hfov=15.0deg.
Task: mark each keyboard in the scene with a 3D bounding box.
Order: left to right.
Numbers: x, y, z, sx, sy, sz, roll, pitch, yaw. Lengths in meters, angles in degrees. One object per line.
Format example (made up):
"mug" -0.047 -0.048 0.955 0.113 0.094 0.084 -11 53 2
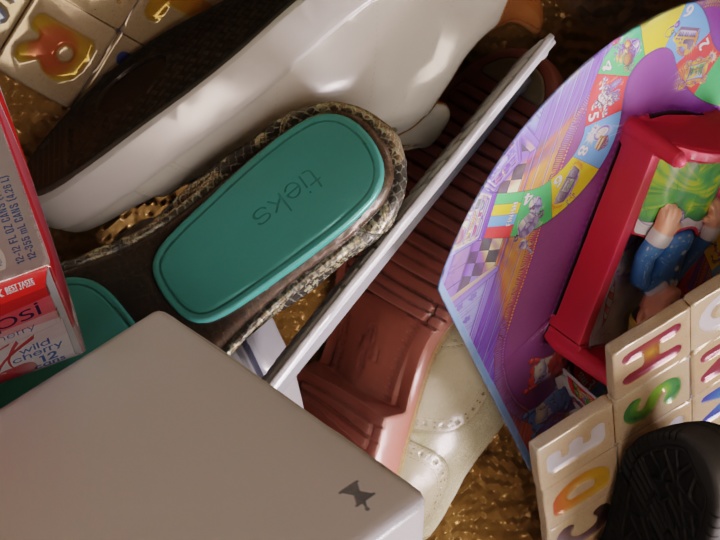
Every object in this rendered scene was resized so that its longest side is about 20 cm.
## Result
"keyboard" 0.000 0.000 0.934 0.011 0.056 0.200 38 81 2

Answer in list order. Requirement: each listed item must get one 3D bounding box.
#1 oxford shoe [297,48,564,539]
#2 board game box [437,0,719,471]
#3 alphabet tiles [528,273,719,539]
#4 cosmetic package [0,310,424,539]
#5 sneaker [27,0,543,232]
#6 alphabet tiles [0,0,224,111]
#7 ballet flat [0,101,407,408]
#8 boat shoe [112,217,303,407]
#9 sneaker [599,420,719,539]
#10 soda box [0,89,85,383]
"oxford shoe" 0.033 0.013 1.019 0.074 0.071 0.201 12 110 -45
"board game box" 0.112 -0.003 0.998 0.158 0.039 0.200 -44 144 -11
"alphabet tiles" 0.137 0.054 1.030 0.167 0.008 0.200 -31 150 -11
"cosmetic package" -0.092 0.155 0.822 0.199 0.123 0.201 -33 143 -34
"sneaker" -0.020 -0.058 0.950 0.200 0.073 0.085 -34 115 -6
"alphabet tiles" -0.058 -0.126 0.955 0.200 0.006 0.167 29 98 -27
"ballet flat" -0.068 0.017 0.912 0.200 0.075 0.068 -34 78 -5
"boat shoe" -0.062 0.083 0.981 0.066 0.072 0.201 -35 122 -51
"sneaker" 0.145 0.104 1.037 0.104 0.060 0.200 -14 151 -18
"soda box" -0.148 -0.059 0.840 0.070 0.201 0.063 -21 154 -5
